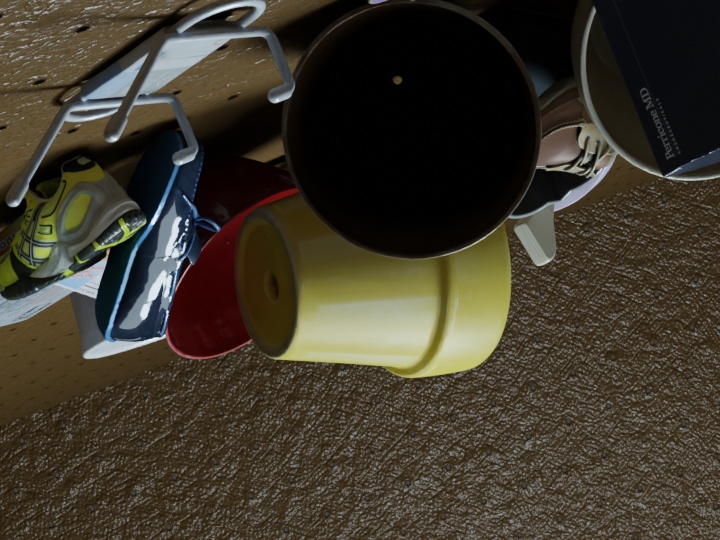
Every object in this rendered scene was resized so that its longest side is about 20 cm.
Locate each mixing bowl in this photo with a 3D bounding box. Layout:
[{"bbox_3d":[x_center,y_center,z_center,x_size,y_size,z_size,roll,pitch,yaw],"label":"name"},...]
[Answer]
[{"bbox_3d":[-0.127,-0.030,1.642,0.200,0.108,0.201,-34,152,-21],"label":"mixing bowl"}]

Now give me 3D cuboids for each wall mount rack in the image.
[{"bbox_3d":[-0.144,-0.108,1.188,0.173,0.075,0.200,-15,171,-46],"label":"wall mount rack"}]

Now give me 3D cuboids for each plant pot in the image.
[{"bbox_3d":[0.000,0.000,1.557,0.188,0.202,0.201,-8,169,-27],"label":"plant pot"},{"bbox_3d":[0.048,-0.121,1.374,0.186,0.188,0.200,-22,-171,11],"label":"plant pot"}]

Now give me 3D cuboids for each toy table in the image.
[{"bbox_3d":[0.172,-0.106,1.924,0.117,0.184,0.200,-37,175,-45],"label":"toy table"}]

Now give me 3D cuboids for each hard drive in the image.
[{"bbox_3d":[0.163,-0.157,1.568,0.199,0.033,0.140,3,135,-40],"label":"hard drive"}]

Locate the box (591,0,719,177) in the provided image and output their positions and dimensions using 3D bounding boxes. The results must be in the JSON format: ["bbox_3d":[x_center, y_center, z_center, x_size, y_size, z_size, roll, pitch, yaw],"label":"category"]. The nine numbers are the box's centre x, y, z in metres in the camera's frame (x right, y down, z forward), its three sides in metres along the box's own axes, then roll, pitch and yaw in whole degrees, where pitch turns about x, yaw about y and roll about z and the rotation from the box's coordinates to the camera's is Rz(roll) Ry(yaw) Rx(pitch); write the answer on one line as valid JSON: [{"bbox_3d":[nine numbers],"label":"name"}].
[{"bbox_3d":[0.262,-0.193,1.221,0.104,0.201,0.182,-16,173,-44],"label":"box"}]

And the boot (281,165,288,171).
[{"bbox_3d":[-0.031,-0.081,1.862,0.143,0.071,0.201,-18,169,-1],"label":"boot"}]

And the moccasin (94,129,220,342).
[{"bbox_3d":[-0.166,-0.030,1.507,0.068,0.081,0.201,8,125,-27],"label":"moccasin"}]

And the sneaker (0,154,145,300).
[{"bbox_3d":[-0.248,-0.035,1.490,0.075,0.077,0.200,-31,-179,-44],"label":"sneaker"}]

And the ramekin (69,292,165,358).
[{"bbox_3d":[-0.222,0.016,1.956,0.199,0.098,0.200,-20,175,-2],"label":"ramekin"}]

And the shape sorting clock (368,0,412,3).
[{"bbox_3d":[0.079,-0.214,1.172,0.199,0.039,0.200,-21,174,-2],"label":"shape sorting clock"}]

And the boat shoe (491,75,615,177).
[{"bbox_3d":[0.182,-0.115,1.485,0.200,0.072,0.076,-28,163,-46],"label":"boat shoe"}]

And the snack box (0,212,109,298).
[{"bbox_3d":[-0.256,-0.015,1.635,0.072,0.024,0.200,-35,159,12],"label":"snack box"}]

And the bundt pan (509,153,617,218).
[{"bbox_3d":[0.156,-0.142,1.683,0.201,0.076,0.202,-20,145,-15],"label":"bundt pan"}]

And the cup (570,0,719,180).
[{"bbox_3d":[0.249,-0.188,1.431,0.199,0.201,0.143,-20,-159,-4],"label":"cup"}]

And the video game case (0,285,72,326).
[{"bbox_3d":[-0.347,0.014,1.743,0.199,0.046,0.181,-27,172,41],"label":"video game case"}]
